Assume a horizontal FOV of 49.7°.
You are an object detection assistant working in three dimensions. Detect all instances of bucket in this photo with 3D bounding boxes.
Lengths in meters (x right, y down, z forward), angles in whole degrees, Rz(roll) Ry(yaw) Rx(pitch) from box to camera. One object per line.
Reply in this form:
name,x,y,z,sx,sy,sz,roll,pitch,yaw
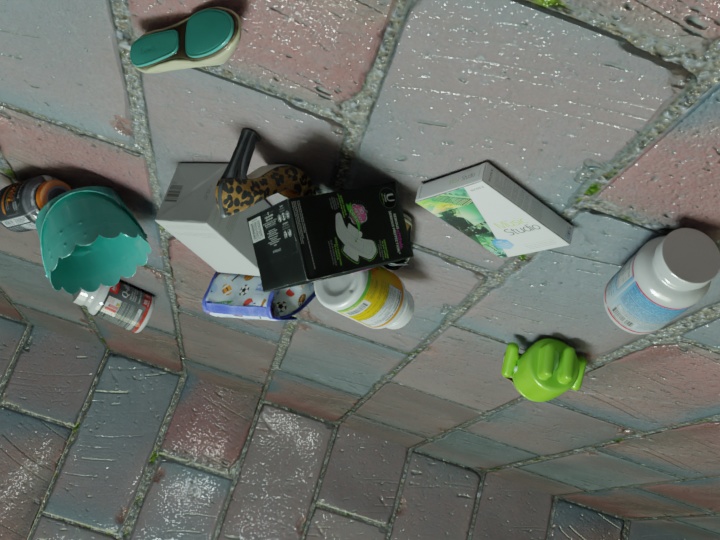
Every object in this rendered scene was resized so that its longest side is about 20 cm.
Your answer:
bucket,-0.537,-0.063,1.545,0.207,0.135,0.207,-26,160,-10

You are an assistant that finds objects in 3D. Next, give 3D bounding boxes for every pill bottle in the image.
pill bottle,-0.690,0.087,2.174,0.200,0.116,0.116,28,157,-26
pill bottle,0.439,0.016,1.134,0.108,0.109,0.200,16,159,3
pill bottle,-0.671,-0.140,1.613,0.200,0.107,0.106,-5,150,43
pill bottle,0.015,0.043,1.422,0.111,0.111,0.200,1,162,36

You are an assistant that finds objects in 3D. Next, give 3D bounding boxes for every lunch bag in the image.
lunch bag,-0.185,0.030,1.496,0.170,0.200,0.124,2,120,29

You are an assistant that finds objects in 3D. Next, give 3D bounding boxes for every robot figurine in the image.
robot figurine,0.392,0.215,1.653,0.175,0.116,0.200,9,159,-1

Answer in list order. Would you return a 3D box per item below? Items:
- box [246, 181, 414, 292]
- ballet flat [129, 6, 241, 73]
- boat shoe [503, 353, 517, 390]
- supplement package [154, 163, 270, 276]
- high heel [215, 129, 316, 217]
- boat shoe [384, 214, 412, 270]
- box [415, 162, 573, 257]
box,-0.047,-0.051,1.202,0.200,0.125,0.148,-12,178,-34
ballet flat,-0.205,-0.283,0.973,0.200,0.070,0.069,3,155,37
boat shoe,0.388,0.261,1.840,0.072,0.065,0.200,1,154,35
supplement package,-0.245,-0.087,1.390,0.119,0.122,0.200,4,155,29
high heel,-0.146,-0.109,1.228,0.071,0.143,0.200,-1,152,39
boat shoe,0.053,-0.038,1.366,0.074,0.062,0.200,14,160,3
box,0.201,-0.085,1.170,0.200,0.036,0.144,31,155,-29
